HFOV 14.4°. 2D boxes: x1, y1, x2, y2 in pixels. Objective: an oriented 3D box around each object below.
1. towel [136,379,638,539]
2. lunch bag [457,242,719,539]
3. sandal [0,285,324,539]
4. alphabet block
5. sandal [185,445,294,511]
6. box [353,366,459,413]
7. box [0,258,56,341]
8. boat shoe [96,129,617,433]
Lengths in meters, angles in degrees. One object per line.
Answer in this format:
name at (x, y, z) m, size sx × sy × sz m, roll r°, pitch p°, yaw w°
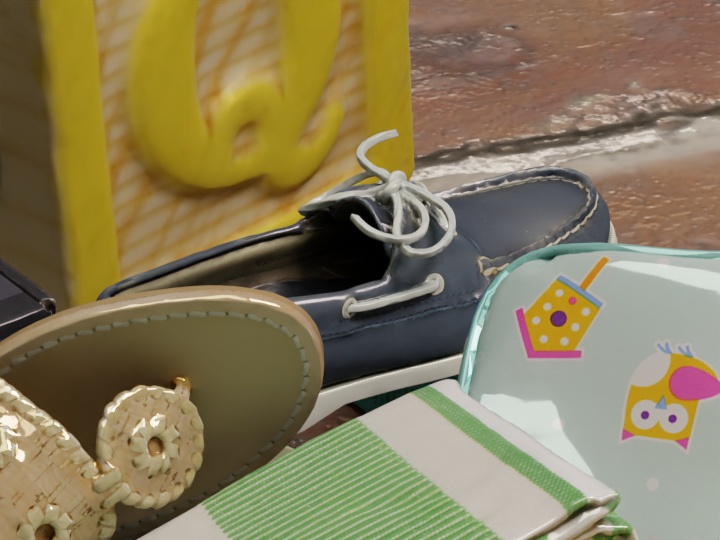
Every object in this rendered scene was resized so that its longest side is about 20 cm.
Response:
towel at (-0.040, 0.095, 0.704) m, size 0.200 × 0.023 × 0.153 m, roll -31°, pitch 17°, yaw -9°
lunch bag at (0.116, 0.079, 0.824) m, size 0.199 × 0.077 × 0.161 m, roll 5°, pitch 70°, yaw 17°
sandal at (-0.109, 0.069, 0.774) m, size 0.211 × 0.078 × 0.070 m, roll -14°, pitch 34°, yaw 5°
alphabet block at (-0.114, -0.109, 1.115) m, size 0.200 × 0.196 × 0.196 m, roll 21°, pitch 39°, yaw 37°
sandal at (-0.013, 0.103, 0.774) m, size 0.080 × 0.057 × 0.201 m, roll 34°, pitch 24°, yaw -25°
box at (0.063, 0.039, 0.980) m, size 0.082 × 0.049 × 0.200 m, roll -20°, pitch 34°, yaw -28°
box at (-0.231, 0.022, 0.922) m, size 0.200 × 0.050 × 0.198 m, roll -23°, pitch 38°, yaw -30°
boat shoe at (0.000, 0.000, 0.943) m, size 0.199 × 0.062 × 0.075 m, roll -20°, pitch 31°, yaw -23°
